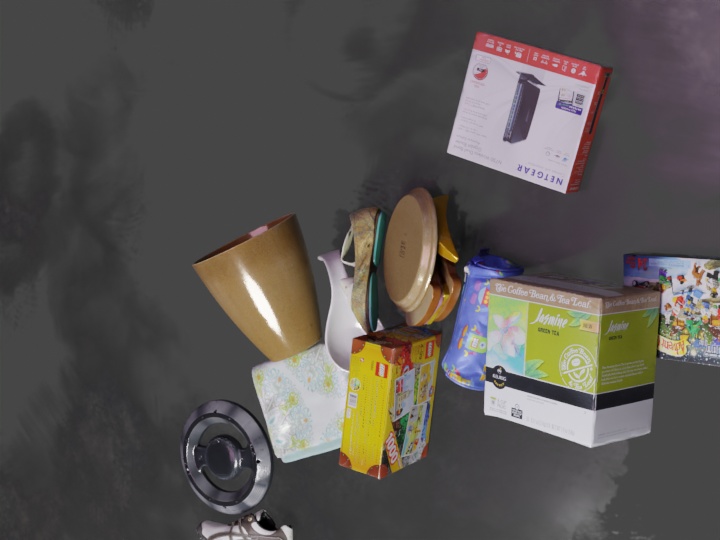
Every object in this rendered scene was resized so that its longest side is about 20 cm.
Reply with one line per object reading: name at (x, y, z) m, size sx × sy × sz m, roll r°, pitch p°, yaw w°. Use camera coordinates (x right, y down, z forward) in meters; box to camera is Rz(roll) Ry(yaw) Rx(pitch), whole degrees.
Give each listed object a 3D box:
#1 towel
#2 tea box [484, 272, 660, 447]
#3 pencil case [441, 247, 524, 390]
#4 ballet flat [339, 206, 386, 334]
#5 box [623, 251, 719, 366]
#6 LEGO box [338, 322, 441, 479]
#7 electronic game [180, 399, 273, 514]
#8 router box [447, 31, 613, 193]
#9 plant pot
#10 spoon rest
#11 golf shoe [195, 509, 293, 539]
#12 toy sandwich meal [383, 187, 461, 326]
towel at (-0.081, 0.214, 1.902) m, size 0.199 × 0.048 × 0.173 m, roll -20°, pitch 86°, yaw 33°
tea box at (0.283, 0.113, 1.571) m, size 0.199 × 0.133 × 0.199 m, roll 10°, pitch 100°, yaw 50°
pencil case at (0.175, 0.072, 1.694) m, size 0.086 × 0.078 × 0.202 m, roll 12°, pitch 105°, yaw -5°
ballet flat at (0.000, 0.000, 1.784) m, size 0.070 × 0.070 × 0.202 m, roll -5°, pitch 73°, yaw 33°
box at (0.437, 0.050, 1.517) m, size 0.199 × 0.037 × 0.138 m, roll 5°, pitch 98°, yaw 48°
LEGO box at (0.046, 0.194, 1.755) m, size 0.077 × 0.148 × 0.202 m, roll 13°, pitch 103°, yaw 31°
electronic game at (-0.235, 0.325, 2.019) m, size 0.198 × 0.041 × 0.203 m, roll 4°, pitch 98°, yaw 31°
router box at (0.237, -0.225, 1.637) m, size 0.199 × 0.049 × 0.181 m, roll 22°, pitch 107°, yaw 29°
plant pot at (-0.146, 0.038, 1.860) m, size 0.185 × 0.186 × 0.202 m, roll -20°, pitch 98°, yaw 33°
spoon rest at (-0.022, 0.064, 1.827) m, size 0.098 × 0.061 × 0.202 m, roll -17°, pitch 83°, yaw -5°
golf shoe at (-0.193, 0.452, 2.000) m, size 0.198 × 0.078 × 0.096 m, roll 13°, pitch 86°, yaw 30°
toy sandwich meal at (0.095, -0.023, 1.725) m, size 0.205 × 0.069 × 0.208 m, roll -173°, pitch 90°, yaw -71°
